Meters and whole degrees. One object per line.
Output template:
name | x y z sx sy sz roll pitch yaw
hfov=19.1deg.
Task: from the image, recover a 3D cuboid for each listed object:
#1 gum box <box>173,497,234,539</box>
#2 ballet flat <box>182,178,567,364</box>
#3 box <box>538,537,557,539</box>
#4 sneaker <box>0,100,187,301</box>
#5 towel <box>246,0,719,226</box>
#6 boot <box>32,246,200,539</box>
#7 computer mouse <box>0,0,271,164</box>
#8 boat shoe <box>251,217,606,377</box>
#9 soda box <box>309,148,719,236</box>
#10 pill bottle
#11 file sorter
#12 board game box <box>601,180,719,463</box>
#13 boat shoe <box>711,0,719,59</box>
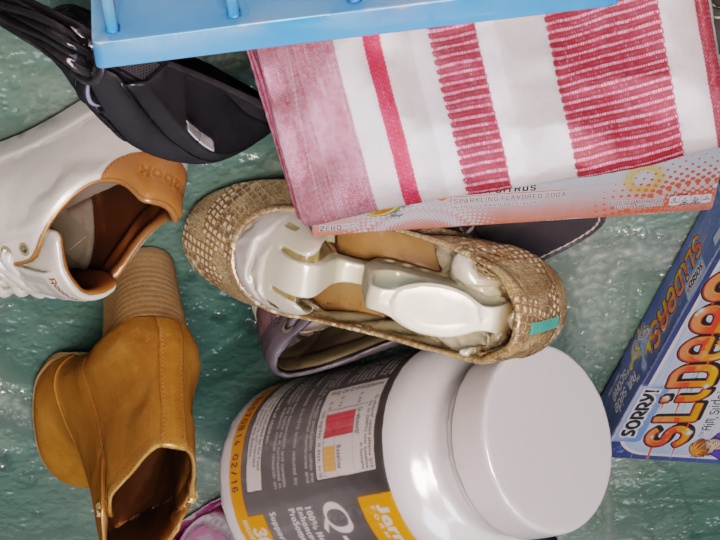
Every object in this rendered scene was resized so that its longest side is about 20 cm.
gum box | -0.111 0.227 1.328 0.199 0.067 0.113 -34 135 28
ballet flat | 0.000 0.000 1.028 0.198 0.065 0.071 10 103 15
box | 0.047 0.158 1.302 0.120 0.033 0.200 -19 140 13
sneaker | -0.165 -0.013 1.022 0.199 0.085 0.073 -30 137 26
towel | 0.053 -0.091 0.917 0.198 0.023 0.145 -9 129 10
boot | -0.130 0.100 1.114 0.070 0.145 0.202 8 138 -17
computer mouse | -0.125 -0.092 0.926 0.046 0.140 0.200 -62 158 5
boat shoe | 0.037 0.003 1.089 0.198 0.065 0.072 -19 139 13
soda box | 0.070 -0.067 1.013 0.198 0.064 0.069 -4 140 -5
pill bottle | 0.027 0.101 1.118 0.116 0.117 0.199 27 152 -35
file sorter | -0.012 -0.178 0.811 0.198 0.139 0.123 -7 134 -1
board game box | 0.223 0.035 1.182 0.134 0.035 0.201 4 139 -15
boat shoe | 0.118 -0.137 0.932 0.199 0.072 0.066 7 143 -11
